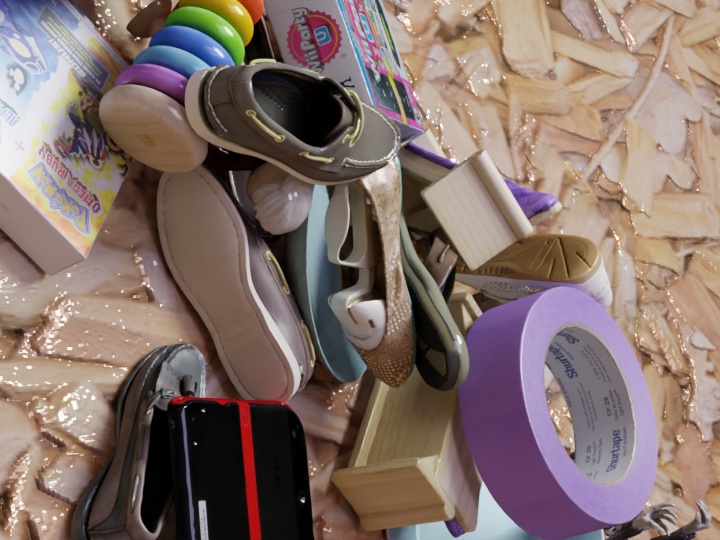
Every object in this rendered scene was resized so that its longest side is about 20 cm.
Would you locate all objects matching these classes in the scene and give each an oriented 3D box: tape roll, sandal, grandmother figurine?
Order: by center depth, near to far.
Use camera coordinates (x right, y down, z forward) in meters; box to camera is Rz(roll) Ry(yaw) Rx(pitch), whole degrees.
[{"bbox_3d":[-0.094,-0.119,1.491,0.121,0.061,0.200,-24,77,-24],"label":"grandmother figurine"},{"bbox_3d":[0.056,0.014,1.581,0.057,0.080,0.201,-10,52,-16],"label":"sandal"},{"bbox_3d":[0.165,0.117,1.609,0.200,0.066,0.201,28,52,-43],"label":"tape roll"}]

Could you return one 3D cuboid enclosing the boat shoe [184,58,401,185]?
[{"bbox_3d":[-0.035,-0.107,1.413,0.201,0.060,0.072,12,74,-47],"label":"boat shoe"}]

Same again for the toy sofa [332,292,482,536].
[{"bbox_3d":[0.055,0.123,1.607,0.098,0.083,0.200,56,37,-35],"label":"toy sofa"}]

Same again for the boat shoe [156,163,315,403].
[{"bbox_3d":[-0.094,0.006,1.500,0.200,0.072,0.060,65,26,-3],"label":"boat shoe"}]

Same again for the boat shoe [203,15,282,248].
[{"bbox_3d":[-0.086,-0.117,1.552,0.072,0.072,0.200,6,67,-26],"label":"boat shoe"}]

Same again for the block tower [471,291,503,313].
[{"bbox_3d":[0.126,0.111,1.749,0.058,0.054,0.200,22,55,-47],"label":"block tower"}]

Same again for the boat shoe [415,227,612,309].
[{"bbox_3d":[0.134,0.004,1.714,0.071,0.200,0.069,-50,130,-24],"label":"boat shoe"}]

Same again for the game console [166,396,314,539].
[{"bbox_3d":[-0.085,0.191,1.402,0.177,0.031,0.200,8,74,-62],"label":"game console"}]

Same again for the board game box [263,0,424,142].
[{"bbox_3d":[-0.015,-0.181,1.651,0.200,0.064,0.148,1,69,-75],"label":"board game box"}]

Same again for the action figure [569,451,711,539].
[{"bbox_3d":[0.267,0.238,1.831,0.119,0.102,0.200,6,66,-64],"label":"action figure"}]

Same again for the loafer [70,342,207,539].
[{"bbox_3d":[-0.139,0.127,1.380,0.072,0.063,0.200,46,41,-26],"label":"loafer"}]

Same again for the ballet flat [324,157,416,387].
[{"bbox_3d":[0.000,0.000,1.530,0.065,0.070,0.200,-17,105,-42],"label":"ballet flat"}]

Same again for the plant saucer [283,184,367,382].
[{"bbox_3d":[-0.026,-0.009,1.587,0.201,0.039,0.202,-1,90,-71],"label":"plant saucer"}]

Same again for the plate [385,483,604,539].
[{"bbox_3d":[0.110,0.223,1.639,0.200,0.026,0.201,8,67,-18],"label":"plate"}]

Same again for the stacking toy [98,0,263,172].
[{"bbox_3d":[-0.111,-0.172,1.434,0.085,0.085,0.200,44,59,-30],"label":"stacking toy"}]

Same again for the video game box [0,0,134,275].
[{"bbox_3d":[-0.244,-0.128,1.392,0.200,0.047,0.182,47,42,-27],"label":"video game box"}]

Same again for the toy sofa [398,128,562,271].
[{"bbox_3d":[0.087,-0.072,1.670,0.083,0.098,0.200,57,-5,-14],"label":"toy sofa"}]
